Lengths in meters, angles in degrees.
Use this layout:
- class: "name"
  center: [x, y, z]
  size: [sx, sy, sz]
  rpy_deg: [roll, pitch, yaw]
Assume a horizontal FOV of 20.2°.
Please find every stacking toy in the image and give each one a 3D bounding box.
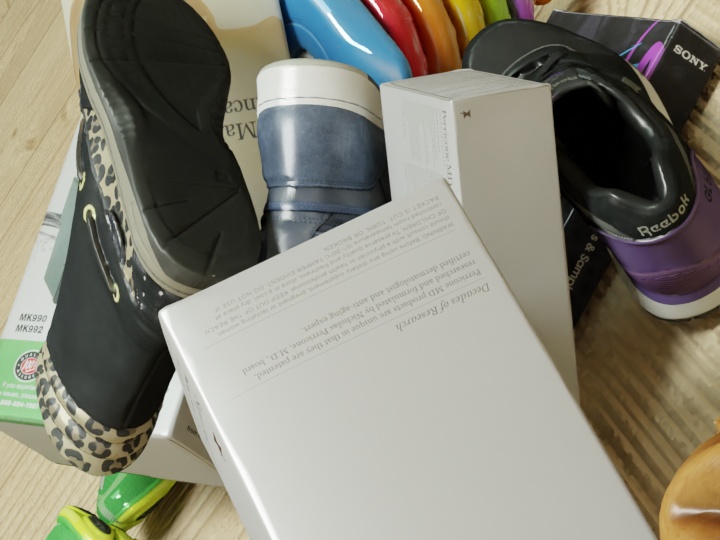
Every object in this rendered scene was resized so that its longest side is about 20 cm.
- class: "stacking toy"
  center: [0.051, -0.139, 1.082]
  size: [0.199, 0.116, 0.110]
  rpy_deg: [-27, -25, -27]

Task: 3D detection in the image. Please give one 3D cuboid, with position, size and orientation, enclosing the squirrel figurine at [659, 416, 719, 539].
- class: "squirrel figurine"
  center: [0.160, 0.016, 0.636]
  size: [0.200, 0.140, 0.188]
  rpy_deg: [-34, -57, -83]

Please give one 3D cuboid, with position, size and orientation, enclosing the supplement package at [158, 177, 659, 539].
- class: "supplement package"
  center: [0.026, 0.094, 0.729]
  size: [0.119, 0.121, 0.201]
  rpy_deg: [-25, 63, -9]

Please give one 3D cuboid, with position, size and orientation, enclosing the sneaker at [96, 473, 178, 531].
- class: "sneaker"
  center: [-0.152, 0.086, 1.306]
  size: [0.074, 0.083, 0.201]
  rpy_deg: [-44, 28, 35]

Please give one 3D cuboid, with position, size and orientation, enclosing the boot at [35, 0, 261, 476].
- class: "boot"
  center: [-0.113, -0.023, 0.936]
  size: [0.154, 0.073, 0.204]
  rpy_deg: [-61, 33, 38]

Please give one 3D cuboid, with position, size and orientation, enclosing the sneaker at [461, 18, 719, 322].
- class: "sneaker"
  center: [0.099, -0.070, 0.892]
  size: [0.076, 0.088, 0.200]
  rpy_deg: [-40, 46, 1]

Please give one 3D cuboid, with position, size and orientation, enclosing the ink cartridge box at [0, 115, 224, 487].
- class: "ink cartridge box"
  center: [-0.112, 0.009, 1.136]
  size: [0.145, 0.084, 0.201]
  rpy_deg: [3, 66, 33]

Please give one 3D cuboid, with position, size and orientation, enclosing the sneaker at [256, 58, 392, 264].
- class: "sneaker"
  center: [-0.002, 0.000, 0.953]
  size: [0.076, 0.202, 0.147]
  rpy_deg: [-3, 77, 21]

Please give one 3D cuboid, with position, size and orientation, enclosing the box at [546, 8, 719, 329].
- class: "box"
  center: [0.091, -0.035, 1.011]
  size: [0.201, 0.036, 0.143]
  rpy_deg: [-62, 22, -1]

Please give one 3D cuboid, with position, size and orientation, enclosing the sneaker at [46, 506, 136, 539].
- class: "sneaker"
  center: [-0.179, 0.202, 1.224]
  size: [0.200, 0.074, 0.084]
  rpy_deg: [-41, 21, 57]

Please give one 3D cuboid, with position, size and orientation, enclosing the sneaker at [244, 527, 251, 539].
- class: "sneaker"
  center: [0.002, 0.135, 0.840]
  size: [0.200, 0.095, 0.079]
  rpy_deg: [41, 103, 41]

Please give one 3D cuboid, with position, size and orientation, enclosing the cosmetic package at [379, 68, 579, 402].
- class: "cosmetic package"
  center: [0.055, 0.018, 0.867]
  size: [0.083, 0.050, 0.201]
  rpy_deg: [-151, 52, -68]

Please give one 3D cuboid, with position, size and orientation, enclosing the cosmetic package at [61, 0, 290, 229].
- class: "cosmetic package"
  center: [-0.085, -0.072, 1.034]
  size: [0.071, 0.105, 0.201]
  rpy_deg: [149, 109, -71]
